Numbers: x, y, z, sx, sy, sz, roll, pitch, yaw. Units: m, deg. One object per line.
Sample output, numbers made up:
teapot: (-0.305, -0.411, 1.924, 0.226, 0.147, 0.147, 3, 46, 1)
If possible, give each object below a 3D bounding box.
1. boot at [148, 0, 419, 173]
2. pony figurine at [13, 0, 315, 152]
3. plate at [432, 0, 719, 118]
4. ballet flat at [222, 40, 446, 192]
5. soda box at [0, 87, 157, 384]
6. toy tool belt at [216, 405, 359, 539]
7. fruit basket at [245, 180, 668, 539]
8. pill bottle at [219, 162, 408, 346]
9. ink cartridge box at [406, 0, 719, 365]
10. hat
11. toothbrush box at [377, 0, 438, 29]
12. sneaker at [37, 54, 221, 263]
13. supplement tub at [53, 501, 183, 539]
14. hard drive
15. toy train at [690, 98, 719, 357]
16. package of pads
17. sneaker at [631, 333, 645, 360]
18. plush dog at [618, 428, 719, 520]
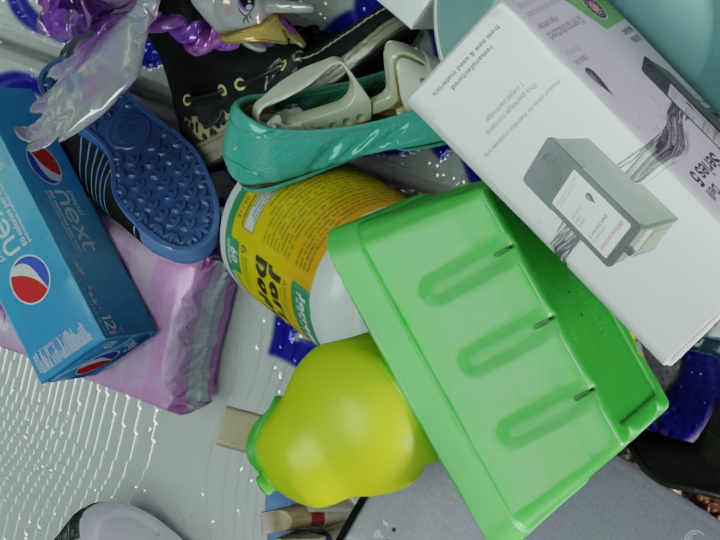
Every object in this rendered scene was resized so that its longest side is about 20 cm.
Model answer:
boot: (-0.068, -0.170, 1.453, 0.200, 0.073, 0.151, -31, 83, 34)
pony figurine: (-0.152, -0.186, 1.362, 0.193, 0.167, 0.200, -26, 118, 21)
plate: (0.139, -0.146, 1.246, 0.200, 0.026, 0.201, 6, 108, 20)
ballet flat: (0.007, -0.107, 1.368, 0.067, 0.200, 0.070, -120, 17, -50)
soda box: (-0.222, -0.025, 1.466, 0.064, 0.068, 0.200, -33, 78, 25)
toy tool belt: (-0.029, 0.182, 1.438, 0.125, 0.123, 0.200, 172, 90, -70)
fruit basket: (0.040, 0.062, 1.207, 0.215, 0.155, 0.216, 5, 103, 24)
pill bottle: (0.000, 0.000, 1.370, 0.200, 0.113, 0.113, 34, 114, 53)
ink cartridge box: (0.140, -0.061, 1.175, 0.200, 0.145, 0.084, 46, 115, 4)
hat: (0.259, 0.101, 1.261, 0.200, 0.201, 0.081, 21, 100, 23)
toothbrush box: (0.013, -0.244, 1.361, 0.200, 0.146, 0.086, 43, 112, 17)
sneaker: (-0.156, -0.066, 1.489, 0.070, 0.078, 0.200, -29, 58, -15)
supplement tub: (-0.208, 0.274, 1.548, 0.123, 0.122, 0.200, 45, 114, 15)
hard drive: (0.101, 0.159, 1.270, 0.200, 0.033, 0.140, 32, 70, -5)
toy train: (0.230, -0.042, 1.294, 0.087, 0.114, 0.200, 14, 103, 24)
package of pads: (-0.186, 0.015, 1.532, 0.200, 0.076, 0.121, 19, 102, 23)
sneaker: (0.131, 0.016, 1.324, 0.075, 0.200, 0.077, -14, 123, -12)
plush dog: (0.143, 0.176, 1.362, 0.200, 0.160, 0.172, 12, 78, 25)
